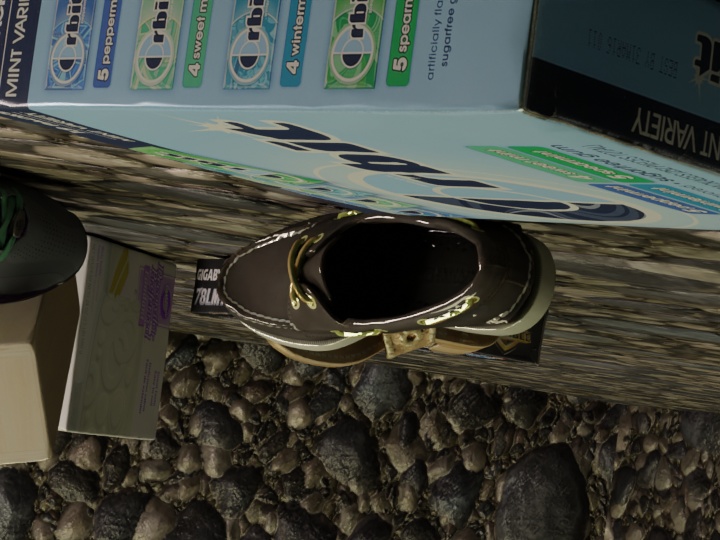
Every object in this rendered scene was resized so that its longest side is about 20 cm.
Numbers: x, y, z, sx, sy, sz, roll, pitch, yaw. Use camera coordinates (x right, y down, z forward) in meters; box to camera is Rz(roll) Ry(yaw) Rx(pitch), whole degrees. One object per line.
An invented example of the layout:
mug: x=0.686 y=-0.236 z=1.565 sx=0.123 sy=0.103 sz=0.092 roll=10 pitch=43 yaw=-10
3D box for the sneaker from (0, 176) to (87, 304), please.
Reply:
sneaker: x=-0.222 y=-0.026 z=1.202 sx=0.199 sy=0.075 sz=0.087 roll=12 pitch=169 yaw=-37

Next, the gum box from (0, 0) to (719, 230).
gum box: x=0.021 y=-0.047 z=0.604 sx=0.199 sy=0.045 sz=0.169 roll=3 pitch=174 yaw=43

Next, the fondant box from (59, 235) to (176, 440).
fondant box: x=-0.206 y=0.052 z=1.715 sx=0.058 sy=0.145 sz=0.200 roll=6 pitch=176 yaw=13

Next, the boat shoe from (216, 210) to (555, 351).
boat shoe: x=0.000 y=0.000 z=1.139 sx=0.200 sy=0.072 sz=0.060 roll=-3 pitch=166 yaw=36

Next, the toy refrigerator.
toy refrigerator: x=-0.215 y=0.036 z=1.342 sx=0.069 sy=0.076 sz=0.200 roll=-5 pitch=-156 yaw=0

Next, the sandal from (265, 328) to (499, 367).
sandal: x=0.032 y=0.014 z=1.375 sx=0.069 sy=0.078 sz=0.211 roll=-22 pitch=163 yaw=39

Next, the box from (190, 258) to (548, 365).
box: x=0.003 y=0.029 z=1.640 sx=0.199 sy=0.050 sz=0.198 roll=11 pitch=174 yaw=-26
